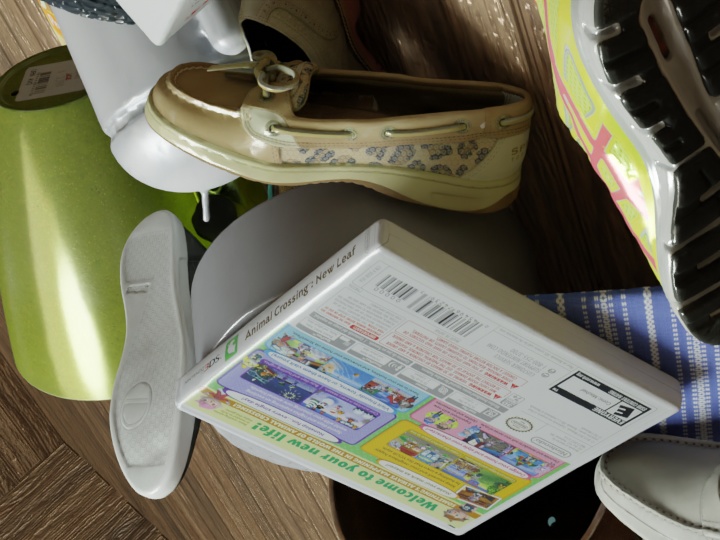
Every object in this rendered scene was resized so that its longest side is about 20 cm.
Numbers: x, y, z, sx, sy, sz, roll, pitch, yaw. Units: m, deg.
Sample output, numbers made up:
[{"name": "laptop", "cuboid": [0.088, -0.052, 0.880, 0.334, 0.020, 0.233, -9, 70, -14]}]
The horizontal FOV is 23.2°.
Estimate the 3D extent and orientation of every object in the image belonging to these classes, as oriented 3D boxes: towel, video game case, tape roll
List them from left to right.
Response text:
[{"name": "tape roll", "cuboid": [0.006, 0.034, 0.979, 0.201, 0.198, 0.067, 71, -171, -53]}, {"name": "video game case", "cuboid": [0.033, 0.063, 0.909, 0.199, 0.022, 0.182, 27, 137, -27]}, {"name": "towel", "cuboid": [0.099, 0.054, 0.925, 0.198, 0.024, 0.145, -4, 142, 13]}]

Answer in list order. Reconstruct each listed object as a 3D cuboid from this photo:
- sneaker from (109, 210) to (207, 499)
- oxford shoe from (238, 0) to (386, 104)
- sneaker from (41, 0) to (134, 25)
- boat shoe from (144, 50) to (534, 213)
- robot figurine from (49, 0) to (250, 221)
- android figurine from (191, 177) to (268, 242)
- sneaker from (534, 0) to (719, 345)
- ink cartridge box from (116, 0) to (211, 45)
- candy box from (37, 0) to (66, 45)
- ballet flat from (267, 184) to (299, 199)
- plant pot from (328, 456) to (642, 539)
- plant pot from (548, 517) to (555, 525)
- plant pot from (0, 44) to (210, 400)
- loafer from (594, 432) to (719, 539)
[{"name": "sneaker", "cuboid": [-0.095, 0.062, 1.067, 0.099, 0.070, 0.201, 35, -145, -36]}, {"name": "oxford shoe", "cuboid": [-0.025, -0.096, 0.992, 0.070, 0.074, 0.201, 7, 143, 32]}, {"name": "sneaker", "cuboid": [-0.104, -0.191, 0.925, 0.199, 0.087, 0.077, -14, 161, 41]}, {"name": "boat shoe", "cuboid": [-0.011, -0.083, 0.898, 0.198, 0.074, 0.063, 9, 127, -3]}, {"name": "robot figurine", "cuboid": [-0.113, -0.133, 1.039, 0.202, 0.112, 0.169, 67, 153, 5]}, {"name": "android figurine", "cuboid": [-0.081, -0.051, 1.207, 0.200, 0.041, 0.184, 29, -141, -74]}, {"name": "sneaker", "cuboid": [0.128, -0.058, 0.735, 0.090, 0.078, 0.201, 38, 157, 56]}, {"name": "ink cartridge box", "cuboid": [-0.047, -0.193, 0.731, 0.085, 0.144, 0.200, 48, 164, -5]}, {"name": "candy box", "cuboid": [-0.182, -0.193, 1.232, 0.115, 0.055, 0.201, 33, 159, 36]}, {"name": "ballet flat", "cuboid": [0.000, 0.000, 1.041, 0.071, 0.071, 0.201, 38, 166, 29]}, {"name": "plant pot", "cuboid": [0.104, 0.155, 1.115, 0.186, 0.187, 0.200, 35, 173, 36]}, {"name": "plant pot", "cuboid": [0.096, 0.254, 1.392, 0.200, 0.135, 0.201, 43, 163, 17]}, {"name": "plant pot", "cuboid": [-0.182, -0.047, 1.215, 0.187, 0.186, 0.202, 30, 143, 46]}, {"name": "loafer", "cuboid": [0.206, 0.116, 0.882, 0.198, 0.070, 0.070, 12, 143, 33]}]
